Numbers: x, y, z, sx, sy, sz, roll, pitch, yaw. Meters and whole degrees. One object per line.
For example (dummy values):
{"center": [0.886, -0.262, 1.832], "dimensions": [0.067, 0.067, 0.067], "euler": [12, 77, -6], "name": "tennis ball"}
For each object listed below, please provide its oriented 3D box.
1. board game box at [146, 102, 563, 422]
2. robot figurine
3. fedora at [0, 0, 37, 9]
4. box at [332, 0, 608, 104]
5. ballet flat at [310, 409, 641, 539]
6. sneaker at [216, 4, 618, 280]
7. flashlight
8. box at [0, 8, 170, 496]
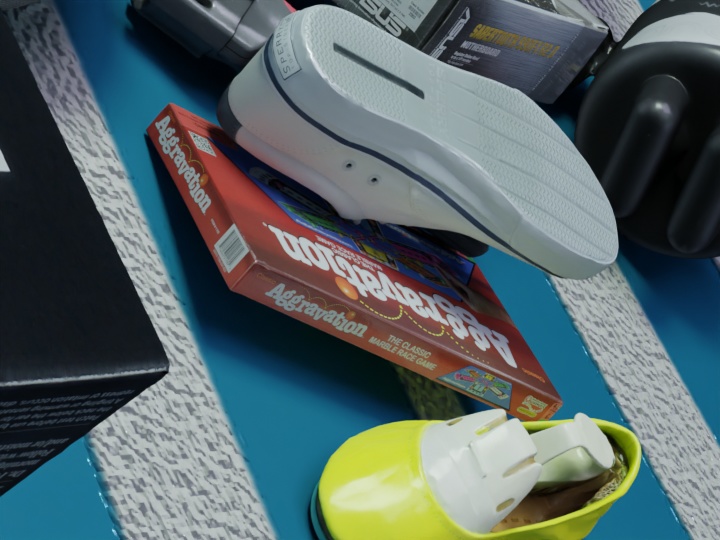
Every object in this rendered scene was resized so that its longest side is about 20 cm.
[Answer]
{"center": [0.000, 0.000, 1.216], "dimensions": [0.199, 0.019, 0.103], "euler": [25, 26, -44], "name": "board game box"}
{"center": [0.183, -0.080, 1.509], "dimensions": [0.151, 0.124, 0.200], "euler": [61, 26, -12], "name": "robot figurine"}
{"center": [-0.144, -0.184, 1.137], "dimensions": [0.176, 0.090, 0.201], "euler": [16, 53, -48], "name": "fedora"}
{"center": [0.004, -0.162, 1.312], "dimensions": [0.200, 0.048, 0.158], "euler": [45, 18, 23], "name": "box"}
{"center": [0.056, 0.084, 1.186], "dimensions": [0.200, 0.067, 0.067], "euler": [2, 59, -57], "name": "ballet flat"}
{"center": [0.025, -0.048, 1.217], "dimensions": [0.199, 0.071, 0.073], "euler": [31, 46, -31], "name": "sneaker"}
{"center": [-0.008, -0.086, 1.265], "dimensions": [0.200, 0.068, 0.068], "euler": [36, 72, -19], "name": "flashlight"}
{"center": [-0.189, -0.008, 0.760], "dimensions": [0.124, 0.196, 0.201], "euler": [0, 59, -59], "name": "box"}
